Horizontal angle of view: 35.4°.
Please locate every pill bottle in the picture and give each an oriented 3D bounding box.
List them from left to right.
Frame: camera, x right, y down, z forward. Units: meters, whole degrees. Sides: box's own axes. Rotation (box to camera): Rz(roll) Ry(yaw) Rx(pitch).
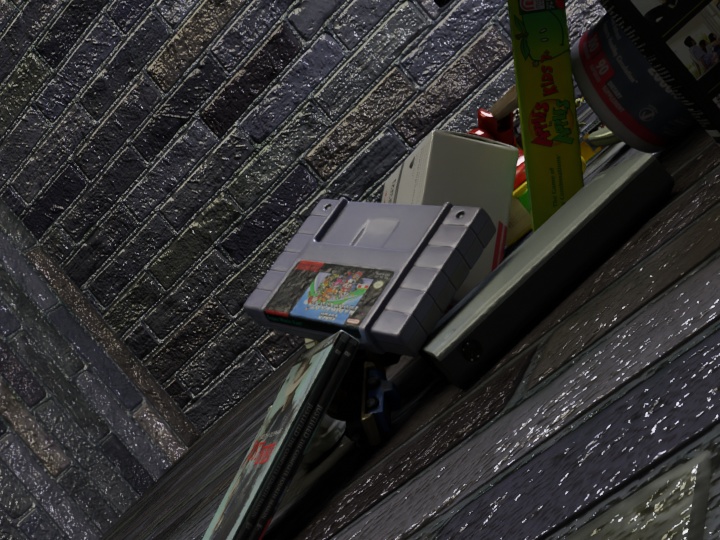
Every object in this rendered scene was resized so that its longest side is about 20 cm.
[{"bbox_3d":[0.278,-0.200,0.912,0.200,0.120,0.120,-42,1,36],"label":"pill bottle"}]

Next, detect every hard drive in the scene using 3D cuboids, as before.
[{"bbox_3d":[0.127,0.001,0.811,0.200,0.033,0.140,-42,1,-3],"label":"hard drive"}]

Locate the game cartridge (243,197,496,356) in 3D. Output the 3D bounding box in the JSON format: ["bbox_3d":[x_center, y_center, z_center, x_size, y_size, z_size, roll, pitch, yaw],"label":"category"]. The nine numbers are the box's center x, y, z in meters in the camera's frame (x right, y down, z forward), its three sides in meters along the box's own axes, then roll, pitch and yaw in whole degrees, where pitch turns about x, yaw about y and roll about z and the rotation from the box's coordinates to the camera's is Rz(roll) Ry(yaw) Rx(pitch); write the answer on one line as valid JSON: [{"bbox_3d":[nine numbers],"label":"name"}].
[{"bbox_3d":[0.000,0.000,0.889,0.198,0.039,0.130,6,50,50],"label":"game cartridge"}]

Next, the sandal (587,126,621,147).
[{"bbox_3d":[0.317,-0.202,1.187,0.201,0.057,0.080,-42,1,20],"label":"sandal"}]

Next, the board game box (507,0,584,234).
[{"bbox_3d":[0.158,-0.139,0.960,0.047,0.204,0.102,-6,8,9],"label":"board game box"}]

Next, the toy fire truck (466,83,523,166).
[{"bbox_3d":[0.126,-0.117,1.194,0.175,0.127,0.203,-35,-46,-36],"label":"toy fire truck"}]

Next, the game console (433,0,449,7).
[{"bbox_3d":[0.158,-0.250,0.916,0.176,0.117,0.200,-42,4,6],"label":"game console"}]

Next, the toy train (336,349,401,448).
[{"bbox_3d":[0.012,0.056,0.879,0.045,0.034,0.202,-8,41,12],"label":"toy train"}]

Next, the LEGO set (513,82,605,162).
[{"bbox_3d":[0.259,-0.196,1.401,0.200,0.116,0.154,-41,2,41],"label":"LEGO set"}]

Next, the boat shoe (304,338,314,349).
[{"bbox_3d":[0.036,0.054,1.226,0.198,0.063,0.075,-27,3,-8],"label":"boat shoe"}]

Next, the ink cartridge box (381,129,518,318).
[{"bbox_3d":[0.068,-0.028,1.030,0.200,0.083,0.148,136,145,-77],"label":"ink cartridge box"}]

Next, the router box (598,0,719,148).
[{"bbox_3d":[0.253,-0.190,0.668,0.199,0.150,0.051,-41,2,10],"label":"router box"}]

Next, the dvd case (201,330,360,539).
[{"bbox_3d":[-0.069,0.145,0.844,0.202,0.022,0.146,-61,8,-17],"label":"dvd case"}]

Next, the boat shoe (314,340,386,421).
[{"bbox_3d":[-0.012,0.034,0.980,0.074,0.202,0.075,-5,-44,-12],"label":"boat shoe"}]

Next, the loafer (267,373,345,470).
[{"bbox_3d":[-0.042,0.122,1.073,0.070,0.070,0.200,-41,1,11],"label":"loafer"}]

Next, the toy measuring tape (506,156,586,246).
[{"bbox_3d":[0.150,-0.053,1.131,0.200,0.074,0.074,-41,1,32],"label":"toy measuring tape"}]
